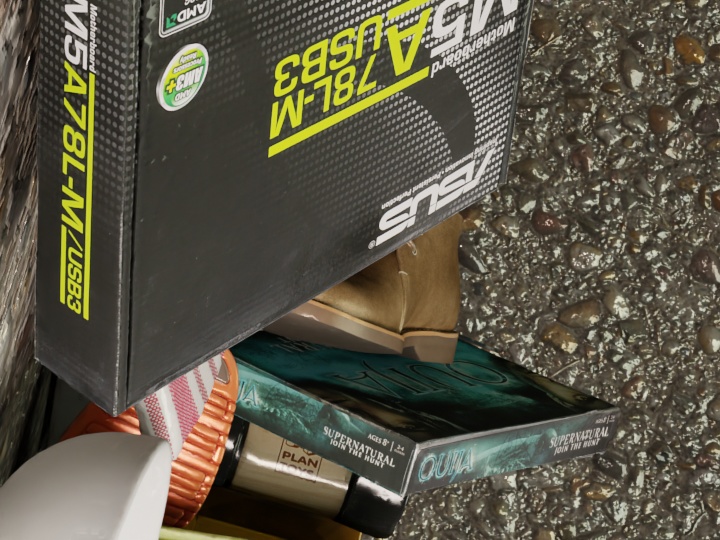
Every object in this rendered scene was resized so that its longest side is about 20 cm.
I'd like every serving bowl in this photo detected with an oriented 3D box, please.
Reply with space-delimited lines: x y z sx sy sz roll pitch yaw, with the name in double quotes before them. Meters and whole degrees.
"serving bowl" -0.132 0.152 0.810 0.200 0.066 0.200 16 90 -88

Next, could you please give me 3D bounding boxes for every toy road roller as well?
"toy road roller" -0.054 0.150 1.085 0.146 0.123 0.200 143 -37 -78

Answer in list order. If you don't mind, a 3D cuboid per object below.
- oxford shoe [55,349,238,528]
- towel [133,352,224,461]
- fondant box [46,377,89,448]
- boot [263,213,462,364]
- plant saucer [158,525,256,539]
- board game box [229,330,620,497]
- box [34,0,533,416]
"oxford shoe" -0.121 0.107 0.989 0.200 0.071 0.073 -57 -166 11
"towel" -0.078 -0.034 0.907 0.200 0.030 0.147 -71 154 -50
"fondant box" -0.098 -0.016 1.066 0.200 0.058 0.144 -77 -178 -45
"boot" 0.000 0.000 0.970 0.200 0.073 0.076 6 98 -71
"plant saucer" -0.095 0.201 0.957 0.048 0.200 0.200 -136 -120 -67
"board game box" 0.024 0.062 1.042 0.200 0.135 0.028 -3 112 -57
"box" -0.017 -0.077 0.677 0.200 0.047 0.193 -30 138 -40
